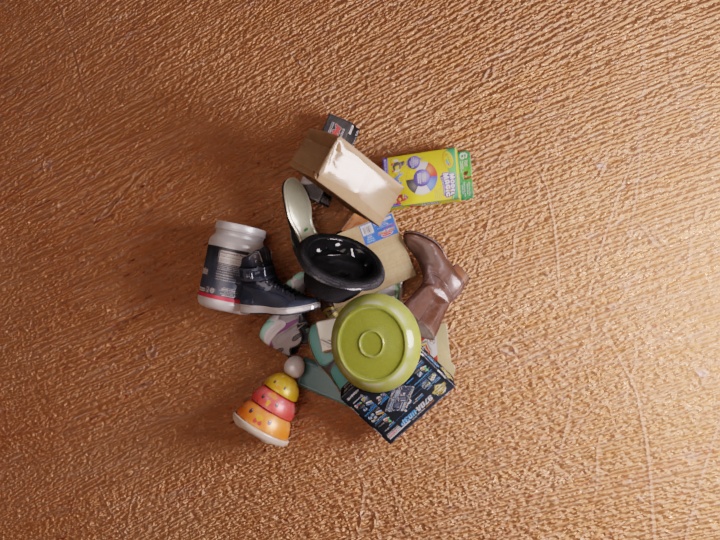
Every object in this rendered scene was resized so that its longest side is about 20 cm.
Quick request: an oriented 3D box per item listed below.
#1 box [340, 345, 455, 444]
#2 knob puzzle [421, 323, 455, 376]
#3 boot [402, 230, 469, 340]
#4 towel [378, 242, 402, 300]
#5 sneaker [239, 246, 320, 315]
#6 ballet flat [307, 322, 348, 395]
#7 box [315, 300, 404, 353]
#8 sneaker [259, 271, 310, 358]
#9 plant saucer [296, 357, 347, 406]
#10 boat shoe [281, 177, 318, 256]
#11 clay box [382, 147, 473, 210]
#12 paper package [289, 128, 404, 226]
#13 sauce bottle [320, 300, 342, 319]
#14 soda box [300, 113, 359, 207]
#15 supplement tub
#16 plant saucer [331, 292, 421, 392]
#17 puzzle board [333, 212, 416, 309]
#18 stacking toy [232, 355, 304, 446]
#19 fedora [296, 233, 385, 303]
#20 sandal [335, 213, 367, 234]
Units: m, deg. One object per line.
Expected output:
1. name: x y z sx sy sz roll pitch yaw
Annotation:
1. box: 0.078 0.249 1.378 0.159 0.046 0.200 42 104 -13
2. knob puzzle: 0.115 0.224 1.444 0.214 0.030 0.225 -1 86 12
3. boot: 0.122 0.031 1.375 0.185 0.064 0.201 38 57 4
4. towel: 0.000 0.000 1.467 0.195 0.031 0.153 5 89 -2
5. sneaker: -0.184 0.023 1.440 0.198 0.077 0.150 1 94 20
6. ballet flat: -0.056 0.211 1.471 0.070 0.071 0.202 -38 71 11
7. box: 0.008 0.123 1.408 0.196 0.082 0.070 -15 81 5
8. sneaker: -0.138 0.115 1.515 0.139 0.077 0.202 34 111 15
9. plant saucer: -0.058 0.268 1.506 0.196 0.019 0.071 18 90 20
10. boat shoe: -0.148 -0.115 1.513 0.067 0.071 0.204 5 117 51
11. clay box: 0.152 -0.207 1.464 0.196 0.047 0.118 -7 84 18
12. paper package: -0.033 -0.206 1.409 0.105 0.198 0.190 -56 30 2
13. sauce bottle: -0.051 0.103 1.493 0.064 0.065 0.202 -36 76 11
14. soda box: -0.076 -0.260 1.534 0.070 0.063 0.203 24 92 18
15. supplement tub: -0.303 -0.006 1.544 0.137 0.140 0.205 11 88 18
16. plant saucer: 0.026 0.148 1.323 0.196 0.031 0.205 0 89 19
17. puzzle board: 0.008 -0.022 1.445 0.196 0.017 0.153 -22 90 -2
18. stacking toy: -0.192 0.287 1.496 0.144 0.146 0.203 25 82 18
19. fedora: -0.050 0.007 1.378 0.199 0.200 0.093 37 126 17
20. sandal: -0.035 -0.067 1.505 0.078 0.059 0.209 31 95 18
